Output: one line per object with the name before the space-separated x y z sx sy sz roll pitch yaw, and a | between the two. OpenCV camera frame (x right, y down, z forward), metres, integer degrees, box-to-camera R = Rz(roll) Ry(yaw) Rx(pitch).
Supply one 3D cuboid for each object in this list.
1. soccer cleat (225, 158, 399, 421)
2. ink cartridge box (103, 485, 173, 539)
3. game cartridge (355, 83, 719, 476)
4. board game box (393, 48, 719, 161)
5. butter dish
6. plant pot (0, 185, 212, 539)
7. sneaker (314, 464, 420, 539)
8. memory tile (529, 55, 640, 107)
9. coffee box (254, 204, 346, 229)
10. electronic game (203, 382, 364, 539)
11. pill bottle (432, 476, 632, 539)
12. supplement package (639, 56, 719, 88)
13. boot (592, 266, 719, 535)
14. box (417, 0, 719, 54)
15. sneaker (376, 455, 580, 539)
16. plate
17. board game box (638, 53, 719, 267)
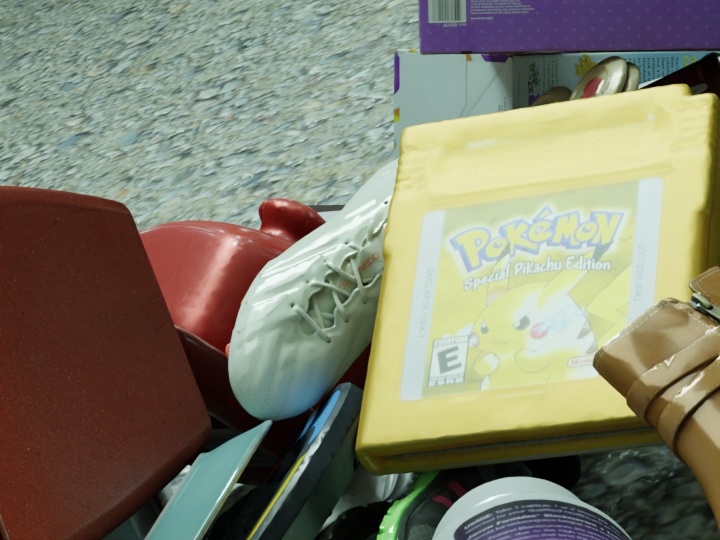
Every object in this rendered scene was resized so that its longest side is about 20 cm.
soccer cleat | 0.000 0.000 1.537 0.077 0.069 0.200 -19 24 50
ink cartridge box | -0.185 0.157 1.667 0.144 0.084 0.200 -24 16 2
game cartridge | 0.090 0.002 1.444 0.176 0.032 0.201 -8 54 23
board game box | 0.126 -0.084 1.776 0.200 0.105 0.103 -5 8 -42
butter dish | -0.063 0.028 1.641 0.200 0.199 0.148 0 59 55
plant pot | -0.195 0.063 1.484 0.176 0.201 0.200 -18 -4 -45
sneaker | 0.005 0.147 1.490 0.080 0.074 0.200 -33 7 31
memory tile | 0.074 -0.017 1.558 0.153 0.017 0.201 -25 38 54
coffee box | 0.008 0.025 1.745 0.080 0.113 0.200 -34 20 -30
electronic game | -0.058 0.141 1.475 0.200 0.042 0.200 -55 3 4
pill bottle | 0.078 0.161 1.245 0.111 0.112 0.200 -24 17 4
supplement package | 0.200 -0.032 1.639 0.117 0.117 0.200 -18 18 23
boot | 0.160 0.084 1.292 0.200 0.155 0.074 -28 -28 -46
box | 0.147 -0.139 1.609 0.199 0.039 0.137 1 6 22
sneaker | 0.060 0.134 1.412 0.083 0.077 0.200 -5 33 21
plate | -0.106 0.155 1.476 0.201 0.026 0.200 -57 1 1
board game box | 0.158 -0.040 1.514 0.103 0.019 0.200 -24 30 9
